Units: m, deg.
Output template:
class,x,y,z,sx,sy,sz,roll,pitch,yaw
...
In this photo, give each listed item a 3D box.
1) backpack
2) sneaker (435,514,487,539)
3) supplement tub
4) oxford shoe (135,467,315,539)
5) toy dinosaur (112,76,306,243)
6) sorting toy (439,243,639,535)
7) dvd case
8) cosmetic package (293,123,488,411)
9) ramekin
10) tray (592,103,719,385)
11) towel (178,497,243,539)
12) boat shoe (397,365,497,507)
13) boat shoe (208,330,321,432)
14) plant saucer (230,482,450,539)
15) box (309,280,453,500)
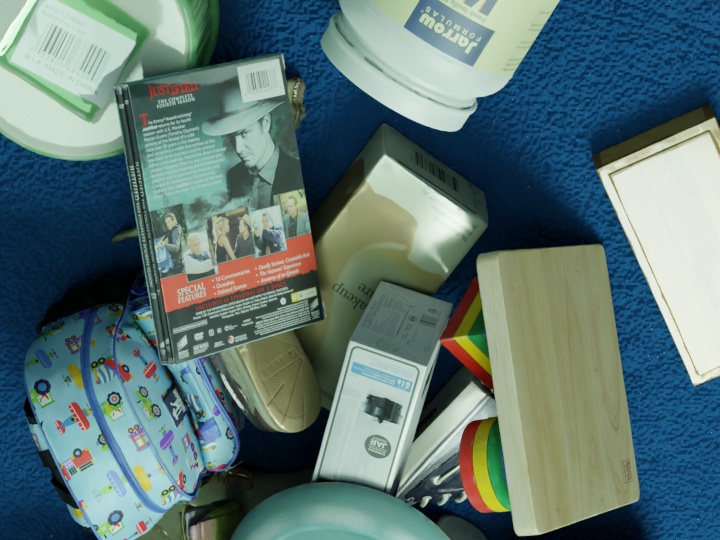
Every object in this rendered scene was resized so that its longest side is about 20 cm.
class,x,y,z,sx,sy,sz,roll,pitch,yaw
backpack,-0.173,0.105,1.690,0.134,0.200,0.184,-22,103,10
sneaker,0.041,0.284,1.775,0.073,0.200,0.116,35,113,5
supplement tub,0.073,-0.216,1.590,0.144,0.145,0.201,28,110,-11
oxford shoe,-0.105,0.186,1.802,0.198,0.071,0.074,-17,109,7
toy dinosaur,-0.125,-0.079,1.685,0.199,0.088,0.048,-34,67,14
sorting toy,0.128,0.087,1.670,0.069,0.198,0.202,-9,88,29
dvd case,-0.099,-0.046,1.606,0.145,0.022,0.202,-17,102,-39
cosmetic package,0.000,0.000,1.721,0.105,0.071,0.201,32,110,-12
ramekin,-0.204,-0.178,1.633,0.198,0.098,0.202,0,113,0
tray,0.264,-0.017,1.731,0.098,0.037,0.201,-23,110,10
towel,-0.110,0.274,1.705,0.023,0.144,0.202,-3,89,10
boat shoe,0.066,0.166,1.788,0.093,0.075,0.200,40,109,-11
boat shoe,-0.097,0.032,1.670,0.065,0.072,0.201,-21,97,49
plant saucer,-0.011,0.250,1.650,0.198,0.027,0.202,6,117,13
box,0.008,0.124,1.670,0.060,0.117,0.201,17,116,6
